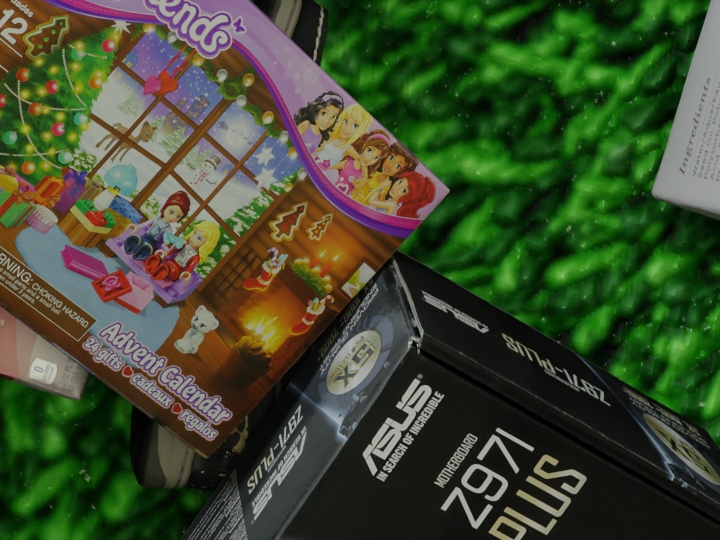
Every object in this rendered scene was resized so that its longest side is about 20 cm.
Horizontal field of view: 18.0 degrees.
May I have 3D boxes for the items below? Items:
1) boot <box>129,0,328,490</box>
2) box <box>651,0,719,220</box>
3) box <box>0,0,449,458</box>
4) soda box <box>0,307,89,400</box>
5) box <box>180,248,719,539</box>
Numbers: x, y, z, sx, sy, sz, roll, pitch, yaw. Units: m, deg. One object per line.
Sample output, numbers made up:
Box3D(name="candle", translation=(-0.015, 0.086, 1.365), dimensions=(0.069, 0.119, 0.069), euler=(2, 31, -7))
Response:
Box3D(name="boot", translation=(-0.001, 0.001, 0.912), dimensions=(0.152, 0.073, 0.205), euler=(13, 97, -14))
Box3D(name="box", translation=(0.253, -0.091, 0.922), dimensions=(0.197, 0.131, 0.202), euler=(16, 93, -17))
Box3D(name="box", translation=(-0.080, -0.040, 0.798), dimensions=(0.137, 0.039, 0.200), euler=(-48, 125, 3))
Box3D(name="soda box", translation=(-0.111, -0.055, 0.892), dimensions=(0.069, 0.063, 0.202), euler=(20, 86, -10))
Box3D(name="box", translation=(0.026, 0.120, 0.870), dimensions=(0.163, 0.086, 0.201), euler=(30, 106, -19))
